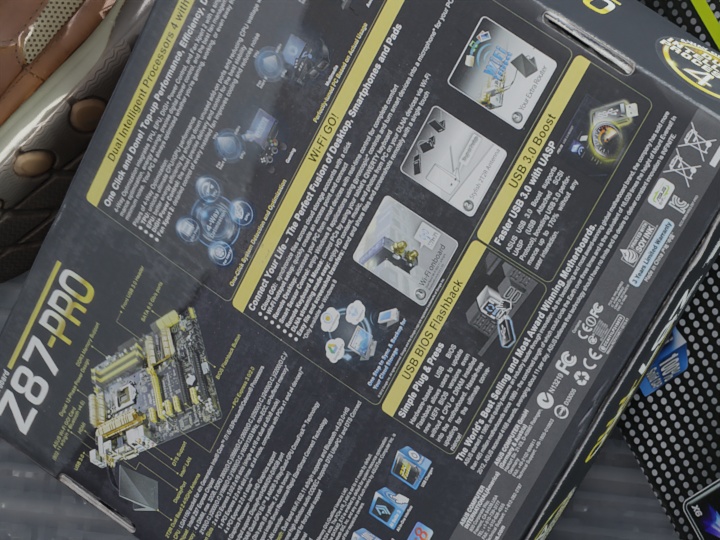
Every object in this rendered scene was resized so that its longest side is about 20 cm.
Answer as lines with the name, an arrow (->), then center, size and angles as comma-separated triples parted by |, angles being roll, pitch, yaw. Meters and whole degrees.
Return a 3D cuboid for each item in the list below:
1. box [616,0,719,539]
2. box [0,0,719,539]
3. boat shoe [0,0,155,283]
box -> 0.126, -0.042, 0.766 | 0.193, 0.047, 0.200 | -36, 76, 35
box -> 0.000, 0.000, 0.785 | 0.161, 0.049, 0.200 | 32, 116, 11
boat shoe -> -0.076, -0.077, 0.838 | 0.072, 0.076, 0.200 | 42, 88, 22
